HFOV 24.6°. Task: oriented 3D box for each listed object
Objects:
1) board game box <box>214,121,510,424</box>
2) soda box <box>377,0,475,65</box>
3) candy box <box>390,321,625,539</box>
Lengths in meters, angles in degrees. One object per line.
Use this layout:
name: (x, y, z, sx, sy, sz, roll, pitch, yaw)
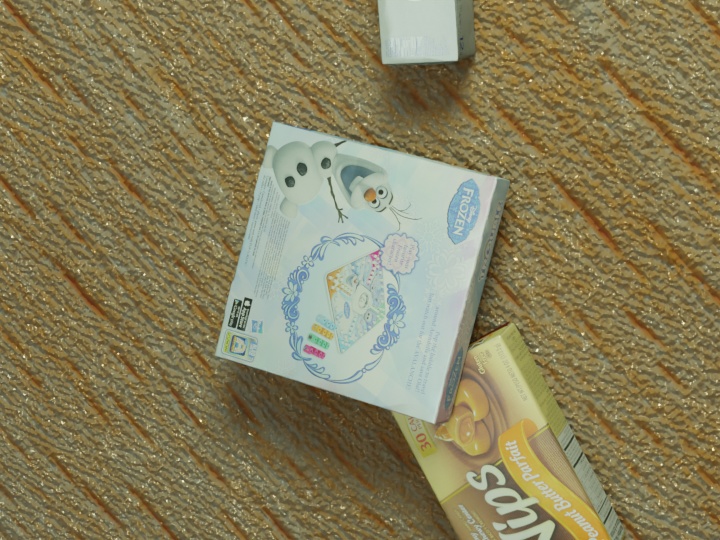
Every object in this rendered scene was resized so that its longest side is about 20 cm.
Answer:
board game box: (0.000, 0.000, 1.327, 0.199, 0.043, 0.200, 16, 94, 22)
soda box: (0.047, -0.261, 1.272, 0.063, 0.068, 0.200, -1, 102, 17)
candy box: (0.117, 0.158, 1.348, 0.115, 0.055, 0.200, -28, 92, 21)
